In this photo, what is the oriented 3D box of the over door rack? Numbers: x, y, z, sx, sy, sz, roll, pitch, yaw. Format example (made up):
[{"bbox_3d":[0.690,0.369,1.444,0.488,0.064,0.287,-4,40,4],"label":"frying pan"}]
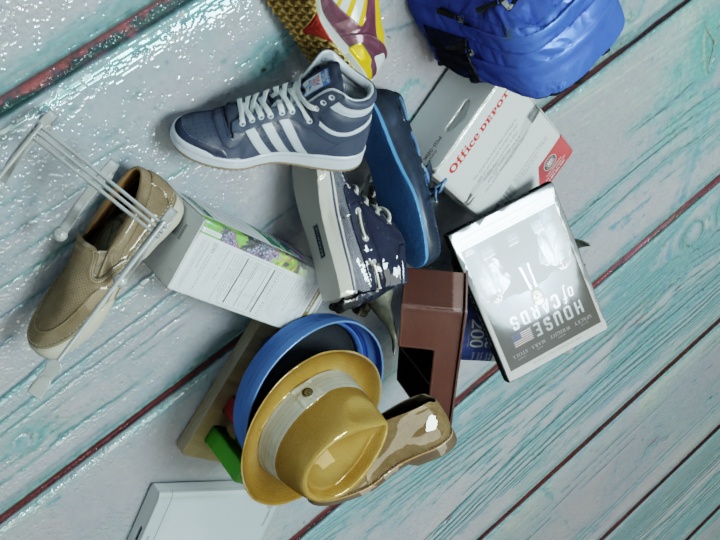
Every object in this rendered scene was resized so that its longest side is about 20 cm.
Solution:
[{"bbox_3d":[-0.273,-0.015,0.781,0.147,0.066,0.201,38,69,-12],"label":"over door rack"}]

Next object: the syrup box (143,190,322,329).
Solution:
[{"bbox_3d":[-0.129,-0.005,0.968,0.199,0.079,0.082,24,101,-47],"label":"syrup box"}]

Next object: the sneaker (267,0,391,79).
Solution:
[{"bbox_3d":[-0.034,-0.271,0.885,0.091,0.074,0.201,-58,139,-25],"label":"sneaker"}]

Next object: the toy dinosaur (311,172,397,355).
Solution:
[{"bbox_3d":[0.000,0.000,1.046,0.076,0.203,0.102,-7,167,-27],"label":"toy dinosaur"}]

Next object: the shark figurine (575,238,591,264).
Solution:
[{"bbox_3d":[0.328,0.040,1.402,0.127,0.089,0.217,-7,124,-40],"label":"shark figurine"}]

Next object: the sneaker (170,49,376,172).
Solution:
[{"bbox_3d":[-0.078,-0.155,0.871,0.197,0.071,0.109,1,142,-20],"label":"sneaker"}]

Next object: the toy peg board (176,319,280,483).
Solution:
[{"bbox_3d":[-0.084,0.178,1.121,0.199,0.098,0.201,25,100,-48],"label":"toy peg board"}]

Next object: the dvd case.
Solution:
[{"bbox_3d":[0.205,0.015,1.118,0.149,0.025,0.202,-26,101,-8],"label":"dvd case"}]

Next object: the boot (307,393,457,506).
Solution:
[{"bbox_3d":[0.015,0.216,1.109,0.198,0.074,0.076,-27,115,-5],"label":"boot"}]

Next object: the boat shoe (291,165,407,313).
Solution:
[{"bbox_3d":[-0.011,-0.061,0.981,0.091,0.074,0.204,-11,89,-26],"label":"boat shoe"}]

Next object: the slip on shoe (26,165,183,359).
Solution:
[{"bbox_3d":[-0.250,-0.010,0.858,0.200,0.076,0.061,-49,144,-8],"label":"slip on shoe"}]

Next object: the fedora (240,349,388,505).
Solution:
[{"bbox_3d":[-0.035,0.186,0.992,0.199,0.081,0.203,-25,130,-34],"label":"fedora"}]

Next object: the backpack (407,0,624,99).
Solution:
[{"bbox_3d":[0.158,-0.279,0.944,0.163,0.200,0.168,-47,138,-3],"label":"backpack"}]

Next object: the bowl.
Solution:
[{"bbox_3d":[-0.059,0.141,1.035,0.199,0.039,0.203,-25,129,-34],"label":"bowl"}]

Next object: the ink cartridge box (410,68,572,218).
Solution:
[{"bbox_3d":[0.154,-0.150,1.116,0.148,0.083,0.199,-53,138,3],"label":"ink cartridge box"}]

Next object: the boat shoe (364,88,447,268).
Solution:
[{"bbox_3d":[0.056,-0.107,1.002,0.068,0.084,0.203,-18,95,-37],"label":"boat shoe"}]

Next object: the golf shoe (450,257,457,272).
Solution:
[{"bbox_3d":[0.196,-0.004,1.279,0.199,0.072,0.093,31,56,-38],"label":"golf shoe"}]

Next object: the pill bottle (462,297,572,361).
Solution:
[{"bbox_3d":[0.179,0.063,1.195,0.196,0.112,0.112,3,124,1],"label":"pill bottle"}]

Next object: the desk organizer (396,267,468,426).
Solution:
[{"bbox_3d":[0.084,0.095,1.108,0.076,0.072,0.202,5,131,4],"label":"desk organizer"}]

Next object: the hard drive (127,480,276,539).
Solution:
[{"bbox_3d":[-0.203,0.332,1.174,0.198,0.027,0.133,11,110,-46],"label":"hard drive"}]
